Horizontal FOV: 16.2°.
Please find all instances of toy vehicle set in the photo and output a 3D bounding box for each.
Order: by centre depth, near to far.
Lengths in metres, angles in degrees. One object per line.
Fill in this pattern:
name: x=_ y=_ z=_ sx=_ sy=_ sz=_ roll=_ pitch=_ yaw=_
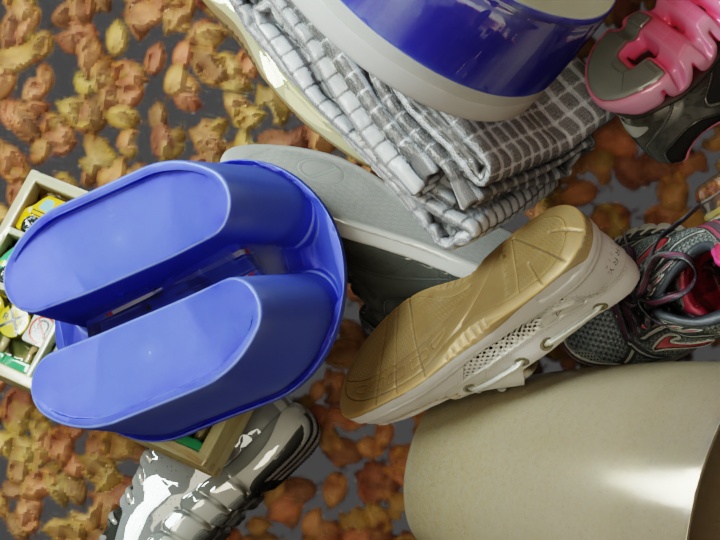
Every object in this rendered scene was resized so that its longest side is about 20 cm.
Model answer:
toy vehicle set: x=-0.143 y=0.030 z=1.526 sx=0.199 sy=0.027 sz=0.125 roll=21 pitch=78 yaw=24

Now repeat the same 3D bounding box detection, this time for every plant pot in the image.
plant pot: x=0.132 y=0.128 z=1.437 sx=0.199 sy=0.187 sz=0.188 roll=10 pitch=95 yaw=31

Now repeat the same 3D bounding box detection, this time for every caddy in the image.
caddy: x=-0.103 y=0.017 z=1.435 sx=0.199 sy=0.105 sz=0.142 roll=-22 pitch=78 yaw=26

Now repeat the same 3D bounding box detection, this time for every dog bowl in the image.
dog bowl: x=0.039 y=-0.178 z=1.351 sx=0.200 sy=0.200 sz=0.079 roll=48 pitch=121 yaw=8

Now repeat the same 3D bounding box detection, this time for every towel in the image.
towel: x=0.040 y=-0.119 z=1.436 sx=0.200 sy=0.165 sz=0.086 roll=49 pitch=119 yaw=9

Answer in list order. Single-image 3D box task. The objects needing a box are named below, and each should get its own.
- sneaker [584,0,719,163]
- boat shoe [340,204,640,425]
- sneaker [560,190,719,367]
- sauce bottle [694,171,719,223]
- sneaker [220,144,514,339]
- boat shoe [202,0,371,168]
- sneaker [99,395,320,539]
sneaker: x=0.224 y=-0.136 z=1.448 sx=0.200 sy=0.079 sz=0.095 roll=-36 pitch=128 yaw=-1
boat shoe: x=0.072 y=0.040 z=1.420 sx=0.069 sy=0.071 sz=0.200 roll=32 pitch=132 yaw=-30
sneaker: x=0.173 y=0.009 z=1.424 sx=0.200 sy=0.075 sz=0.081 roll=-31 pitch=84 yaw=52
sauce bottle: x=0.263 y=0.026 z=1.440 sx=0.066 sy=0.066 sz=0.201 roll=-32 pitch=83 yaw=15
sneaker: x=0.000 y=0.000 z=1.489 sx=0.199 sy=0.071 sz=0.099 roll=23 pitch=123 yaw=4
boat shoe: x=-0.034 y=-0.143 z=1.509 sx=0.063 sy=0.073 sz=0.200 roll=-43 pitch=83 yaw=15
sneaker: x=-0.128 y=0.125 z=1.556 sx=0.200 sy=0.075 sz=0.116 roll=-43 pitch=77 yaw=3
